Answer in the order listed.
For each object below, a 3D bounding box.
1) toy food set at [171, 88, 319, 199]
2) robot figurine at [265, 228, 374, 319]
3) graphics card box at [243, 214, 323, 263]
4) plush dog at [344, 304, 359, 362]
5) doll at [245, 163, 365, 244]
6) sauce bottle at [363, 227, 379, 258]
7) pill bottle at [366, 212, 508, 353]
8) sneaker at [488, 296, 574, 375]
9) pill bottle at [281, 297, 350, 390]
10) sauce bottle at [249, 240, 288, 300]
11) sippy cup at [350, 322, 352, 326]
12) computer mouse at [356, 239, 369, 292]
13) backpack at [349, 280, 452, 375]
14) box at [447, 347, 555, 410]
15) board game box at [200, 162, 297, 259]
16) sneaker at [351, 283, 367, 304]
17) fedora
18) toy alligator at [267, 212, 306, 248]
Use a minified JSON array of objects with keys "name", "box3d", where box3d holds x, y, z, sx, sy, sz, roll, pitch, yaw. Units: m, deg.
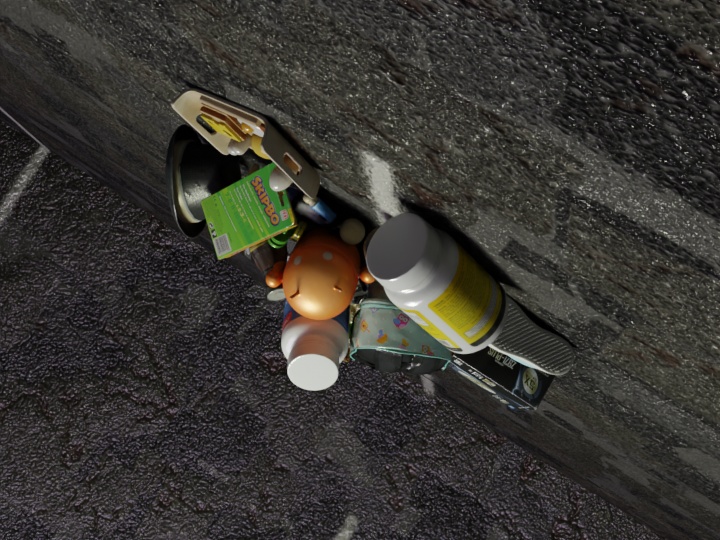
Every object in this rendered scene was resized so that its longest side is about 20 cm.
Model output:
[{"name":"toy food set","box3d":[-0.159,-0.170,1.486,0.198,0.061,0.143,26,170,37]},{"name":"robot figurine","box3d":[-0.057,0.004,1.652,0.143,0.117,0.200,34,-163,-6]},{"name":"graphics card box","box3d":[-0.128,-0.043,1.894,0.199,0.050,0.127,31,134,36]},{"name":"plush dog","box3d":[0.045,0.105,2.138,0.169,0.163,0.200,3,160,22]},{"name":"doll","box3d":[-0.078,-0.098,1.653,0.198,0.049,0.136,27,176,15]},{"name":"sauce bottle","box3d":[0.051,-0.008,1.577,0.065,0.067,0.200,30,173,15]},{"name":"pill bottle","box3d":[0.100,0.017,1.402,0.114,0.115,0.200,24,168,46]},{"name":"sneaker","box3d":[0.211,0.090,1.556,0.199,0.075,0.082,36,168,-18]},{"name":"pill bottle","box3d":[-0.072,0.091,1.752,0.112,0.112,0.202,36,-147,-26]},{"name":"sauce bottle","box3d":[-0.154,-0.050,1.789,0.066,0.065,0.203,46,-156,-61]},{"name":"sippy cup","box3d":[0.064,0.114,1.986,0.141,0.177,0.130,54,176,-5]},{"name":"computer mouse","box3d":[0.000,0.000,1.843,0.141,0.046,0.200,49,170,-9]},{"name":"backpack","box3d":[0.072,0.092,1.747,0.173,0.156,0.200,10,178,0]},{"name":"box","box3d":[0.234,0.159,1.842,0.162,0.087,0.200,33,172,2]},{"name":"board game box","box3d":[-0.165,-0.089,1.621,0.030,0.097,0.199,-15,176,-41]},{"name":"sneaker","box3d":[-0.055,0.025,1.994,0.198,0.079,0.090,-9,-135,-49]},{"name":"fedora","box3d":[-0.246,-0.146,1.759,0.090,0.204,0.201,-1,165,10]},{"name":"toy alligator","box3d":[-0.125,-0.061,1.685,0.059,0.055,0.200,29,175,-7]}]
